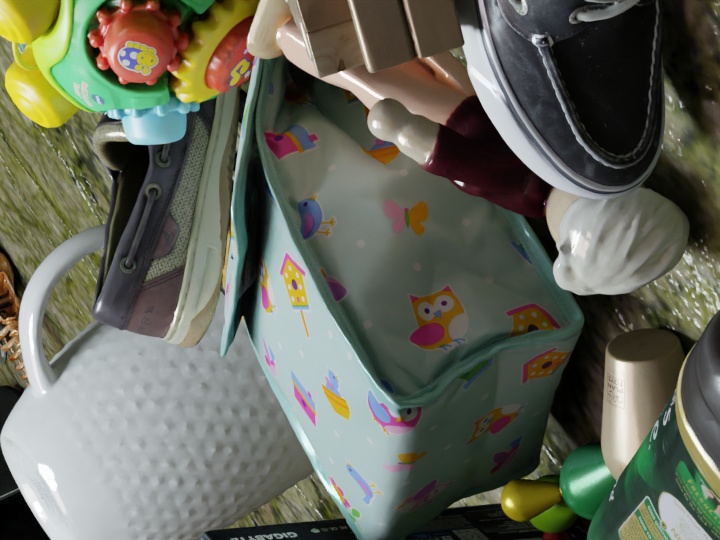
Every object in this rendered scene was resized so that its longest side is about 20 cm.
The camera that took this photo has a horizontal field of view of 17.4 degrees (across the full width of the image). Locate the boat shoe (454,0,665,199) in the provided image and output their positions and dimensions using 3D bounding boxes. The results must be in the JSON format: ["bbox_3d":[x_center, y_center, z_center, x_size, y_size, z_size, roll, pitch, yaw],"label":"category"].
[{"bbox_3d":[0.073,-0.112,0.803,0.068,0.071,0.201,27,136,58],"label":"boat shoe"}]

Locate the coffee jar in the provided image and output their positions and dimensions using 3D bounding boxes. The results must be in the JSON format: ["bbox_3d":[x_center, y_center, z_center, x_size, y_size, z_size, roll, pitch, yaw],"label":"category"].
[{"bbox_3d":[0.148,0.065,0.823,0.085,0.104,0.200,49,158,16],"label":"coffee jar"}]

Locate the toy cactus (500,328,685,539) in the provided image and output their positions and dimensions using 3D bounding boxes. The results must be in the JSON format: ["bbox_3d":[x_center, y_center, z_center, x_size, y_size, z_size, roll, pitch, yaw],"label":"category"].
[{"bbox_3d":[0.120,0.107,0.991,0.200,0.102,0.166,-138,33,-62],"label":"toy cactus"}]

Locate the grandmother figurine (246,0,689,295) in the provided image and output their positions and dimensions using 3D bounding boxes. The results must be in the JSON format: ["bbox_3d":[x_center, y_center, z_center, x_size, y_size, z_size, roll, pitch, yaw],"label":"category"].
[{"bbox_3d":[0.044,-0.056,0.932,0.200,0.121,0.061,36,117,25],"label":"grandmother figurine"}]

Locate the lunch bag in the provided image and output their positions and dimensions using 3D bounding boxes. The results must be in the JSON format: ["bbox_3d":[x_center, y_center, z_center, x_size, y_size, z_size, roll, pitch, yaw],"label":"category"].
[{"bbox_3d":[0.000,0.000,1.062,0.201,0.121,0.171,57,162,21],"label":"lunch bag"}]

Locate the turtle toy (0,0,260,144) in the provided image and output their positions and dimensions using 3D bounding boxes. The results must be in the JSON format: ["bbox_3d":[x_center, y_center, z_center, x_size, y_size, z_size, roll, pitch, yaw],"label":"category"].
[{"bbox_3d":[-0.089,-0.132,1.044,0.101,0.146,0.200,37,163,17],"label":"turtle toy"}]

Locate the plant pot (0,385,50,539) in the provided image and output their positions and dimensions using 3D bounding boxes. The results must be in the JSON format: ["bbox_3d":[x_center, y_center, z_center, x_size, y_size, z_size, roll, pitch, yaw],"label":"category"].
[{"bbox_3d":[-0.332,0.225,2.113,0.178,0.198,0.201,54,163,49],"label":"plant pot"}]

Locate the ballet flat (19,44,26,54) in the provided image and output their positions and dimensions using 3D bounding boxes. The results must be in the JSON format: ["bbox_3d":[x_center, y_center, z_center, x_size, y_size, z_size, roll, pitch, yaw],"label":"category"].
[{"bbox_3d":[-0.182,-0.198,1.316,0.064,0.075,0.201,-89,-17,-66],"label":"ballet flat"}]

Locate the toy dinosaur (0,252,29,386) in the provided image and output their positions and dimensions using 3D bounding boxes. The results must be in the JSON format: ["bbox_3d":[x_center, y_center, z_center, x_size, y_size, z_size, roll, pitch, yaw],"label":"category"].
[{"bbox_3d":[-0.326,0.017,1.929,0.136,0.101,0.201,113,146,-47],"label":"toy dinosaur"}]

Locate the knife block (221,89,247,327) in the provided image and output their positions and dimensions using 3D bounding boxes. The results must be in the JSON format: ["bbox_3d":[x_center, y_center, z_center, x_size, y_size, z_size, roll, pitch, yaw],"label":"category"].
[{"bbox_3d":[-0.029,-0.010,1.199,0.200,0.064,0.176,14,133,64],"label":"knife block"}]

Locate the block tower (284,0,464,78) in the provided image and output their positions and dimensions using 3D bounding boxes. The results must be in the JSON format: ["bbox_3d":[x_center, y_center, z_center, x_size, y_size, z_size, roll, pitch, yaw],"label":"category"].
[{"bbox_3d":[-0.010,-0.132,0.888,0.200,0.054,0.058,-112,6,-67],"label":"block tower"}]

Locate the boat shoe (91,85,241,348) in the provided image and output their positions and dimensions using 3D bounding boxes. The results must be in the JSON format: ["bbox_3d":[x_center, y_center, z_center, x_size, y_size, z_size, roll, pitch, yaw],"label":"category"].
[{"bbox_3d":[-0.100,-0.062,1.160,0.072,0.064,0.202,147,128,-61],"label":"boat shoe"}]

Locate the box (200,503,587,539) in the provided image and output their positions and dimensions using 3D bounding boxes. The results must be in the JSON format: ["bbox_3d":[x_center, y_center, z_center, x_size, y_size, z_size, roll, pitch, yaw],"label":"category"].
[{"bbox_3d":[0.043,0.166,1.075,0.159,0.199,0.046,39,124,53],"label":"box"}]

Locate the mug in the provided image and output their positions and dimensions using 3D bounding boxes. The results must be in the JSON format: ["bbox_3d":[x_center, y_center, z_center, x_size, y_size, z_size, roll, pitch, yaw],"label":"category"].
[{"bbox_3d":[-0.126,0.067,1.378,0.147,0.175,0.201,20,138,60],"label":"mug"}]
